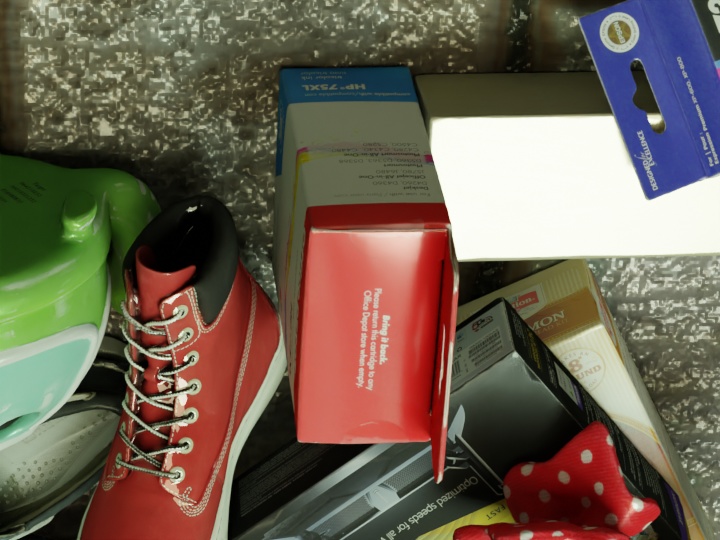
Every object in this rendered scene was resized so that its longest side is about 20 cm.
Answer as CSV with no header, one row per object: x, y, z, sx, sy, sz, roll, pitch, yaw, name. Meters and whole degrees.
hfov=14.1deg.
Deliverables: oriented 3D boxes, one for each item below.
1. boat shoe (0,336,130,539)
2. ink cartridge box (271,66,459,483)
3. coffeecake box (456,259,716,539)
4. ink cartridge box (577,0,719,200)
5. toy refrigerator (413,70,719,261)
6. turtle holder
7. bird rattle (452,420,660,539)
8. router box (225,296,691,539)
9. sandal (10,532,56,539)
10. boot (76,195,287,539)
-0.194,0.107,1.477,0.200,0.060,0.076,-38,118,15,boat shoe
0.000,0.000,1.359,0.067,0.200,0.117,0,120,-6,ink cartridge box
0.087,0.114,1.510,0.153,0.073,0.200,-24,120,8,coffeecake box
0.212,-0.111,1.373,0.199,0.037,0.095,-21,88,-6,ink cartridge box
0.126,-0.053,1.422,0.199,0.070,0.076,-2,113,-7,toy refrigerator
-0.182,0.008,1.392,0.140,0.186,0.132,15,122,21,turtle holder
0.126,0.175,1.393,0.199,0.113,0.163,20,135,-15,bird rattle
0.039,0.129,1.440,0.200,0.052,0.157,-34,118,15,router box
-0.120,0.175,1.462,0.045,0.199,0.075,-56,130,-24,sandal
-0.099,0.070,1.366,0.072,0.201,0.144,12,154,17,boot
